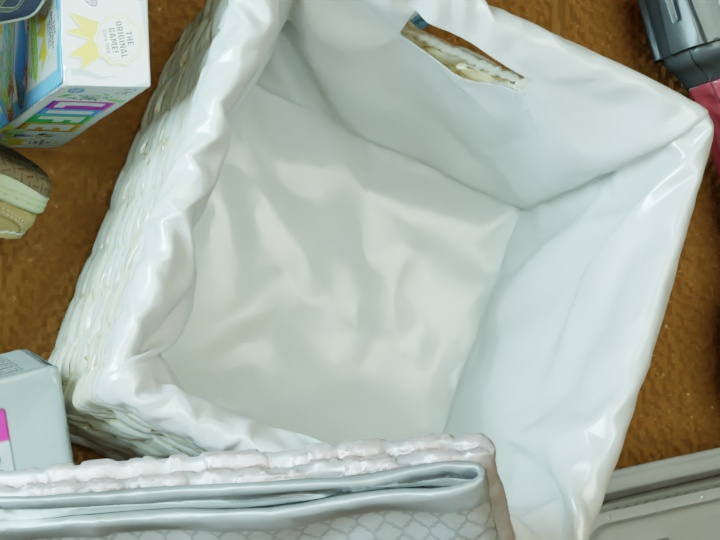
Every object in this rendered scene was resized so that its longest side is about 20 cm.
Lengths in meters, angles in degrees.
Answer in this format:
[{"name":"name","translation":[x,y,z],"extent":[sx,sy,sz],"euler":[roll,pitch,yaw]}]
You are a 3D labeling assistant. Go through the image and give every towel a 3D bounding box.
[{"name":"towel","translation":[-0.035,0.140,1.059],"extent":[0.200,0.191,0.032],"euler":[-5,42,8]}]

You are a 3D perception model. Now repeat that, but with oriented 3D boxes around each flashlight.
[{"name":"flashlight","translation":[0.167,-0.036,1.236],"extent":[0.068,0.068,0.200],"euler":[-17,90,-18]}]

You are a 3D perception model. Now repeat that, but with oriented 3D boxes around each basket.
[{"name":"basket","translation":[0.000,0.000,1.120],"extent":[0.198,0.161,0.200],"euler":[23,76,-16]}]

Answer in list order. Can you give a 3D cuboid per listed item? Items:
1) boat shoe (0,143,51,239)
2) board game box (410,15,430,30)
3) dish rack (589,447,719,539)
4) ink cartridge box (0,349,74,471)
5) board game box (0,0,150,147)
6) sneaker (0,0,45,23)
[{"name":"boat shoe","translation":[-0.221,-0.037,1.102],"extent":[0.200,0.072,0.076],"euler":[17,92,-12]},{"name":"board game box","translation":[-0.008,-0.206,1.175],"extent":[0.200,0.105,0.103],"euler":[42,72,-9]},{"name":"dish rack","translation":[0.154,0.160,1.181],"extent":[0.200,0.044,0.172],"euler":[-8,94,-37]},{"name":"ink cartridge box","translation":[-0.197,0.136,1.067],"extent":[0.200,0.044,0.174],"euler":[-13,104,-21]},{"name":"board game box","translation":[-0.118,-0.157,1.113],"extent":[0.034,0.134,0.200],"euler":[0,83,-20]},{"name":"sneaker","translation":[-0.186,-0.140,1.080],"extent":[0.090,0.200,0.067],"euler":[7,113,-38]}]
